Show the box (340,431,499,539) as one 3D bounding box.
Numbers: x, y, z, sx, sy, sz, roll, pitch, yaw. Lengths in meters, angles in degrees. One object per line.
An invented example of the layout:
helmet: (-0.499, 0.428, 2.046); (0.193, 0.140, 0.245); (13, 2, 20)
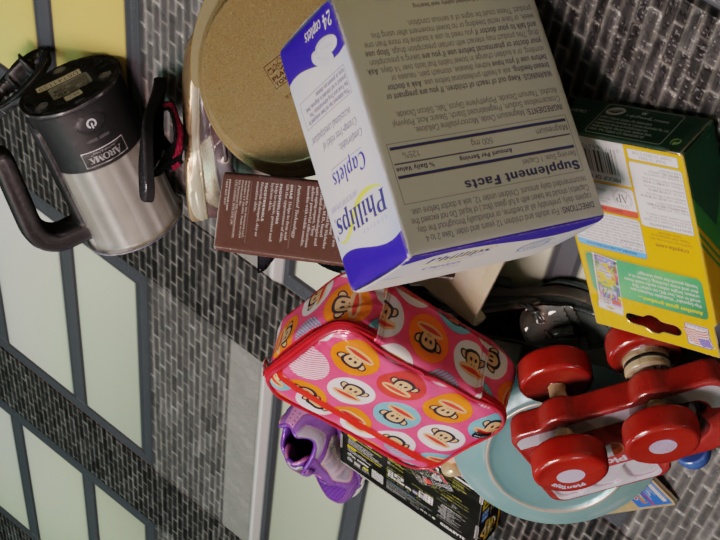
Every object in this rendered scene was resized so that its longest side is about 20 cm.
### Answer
box: (0.066, 0.204, 1.732); (0.199, 0.049, 0.160); (31, 144, 23)

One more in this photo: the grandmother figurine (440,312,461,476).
grandmother figurine: (0.085, 0.117, 1.492); (0.120, 0.061, 0.201); (-8, 133, 7)

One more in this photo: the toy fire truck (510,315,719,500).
toy fire truck: (0.234, 0.137, 1.370); (0.198, 0.113, 0.168); (-19, 144, 19)

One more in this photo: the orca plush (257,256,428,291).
orca plush: (0.000, 0.000, 1.479); (0.106, 0.198, 0.071); (-105, 19, -44)

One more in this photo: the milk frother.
milk frother: (-0.313, -0.138, 1.739); (0.201, 0.179, 0.189); (-102, -7, -56)

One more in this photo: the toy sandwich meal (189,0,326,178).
toy sandwich meal: (-0.061, -0.178, 1.386); (0.203, 0.070, 0.207); (4, 99, 25)

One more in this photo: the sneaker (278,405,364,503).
sneaker: (-0.053, 0.213, 1.849); (0.080, 0.089, 0.201); (23, 143, 31)

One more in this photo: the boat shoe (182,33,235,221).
boat shoe: (-0.145, -0.142, 1.570); (0.072, 0.064, 0.202); (-108, 18, -60)

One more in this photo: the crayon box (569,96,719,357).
crayon box: (0.231, -0.035, 1.248); (0.125, 0.052, 0.201); (16, 138, 41)

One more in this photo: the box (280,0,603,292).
box: (0.060, -0.103, 1.184); (0.105, 0.183, 0.202); (-32, 72, 59)

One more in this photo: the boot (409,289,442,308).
boot: (0.043, 0.077, 1.590); (0.153, 0.074, 0.204); (34, 149, 15)

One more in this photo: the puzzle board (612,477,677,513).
puzzle board: (0.197, 0.170, 1.530); (0.200, 0.017, 0.150); (44, 145, -19)

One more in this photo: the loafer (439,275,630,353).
loafer: (0.153, 0.049, 1.428); (0.199, 0.063, 0.072); (8, 131, 46)

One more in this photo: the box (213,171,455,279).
box: (-0.021, -0.039, 1.340); (0.199, 0.100, 0.076); (10, 92, 39)

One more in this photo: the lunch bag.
lunch bag: (0.019, 0.095, 1.389); (0.199, 0.082, 0.176); (30, 142, -20)

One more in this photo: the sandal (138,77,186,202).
sandal: (-0.194, -0.136, 1.563); (0.045, 0.201, 0.076); (7, 122, -5)

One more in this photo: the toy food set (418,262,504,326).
toy food set: (0.085, -0.060, 1.362); (0.143, 0.060, 0.201); (40, 137, 16)

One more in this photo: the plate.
plate: (0.184, 0.168, 1.463); (0.198, 0.026, 0.202); (3, 123, 5)
